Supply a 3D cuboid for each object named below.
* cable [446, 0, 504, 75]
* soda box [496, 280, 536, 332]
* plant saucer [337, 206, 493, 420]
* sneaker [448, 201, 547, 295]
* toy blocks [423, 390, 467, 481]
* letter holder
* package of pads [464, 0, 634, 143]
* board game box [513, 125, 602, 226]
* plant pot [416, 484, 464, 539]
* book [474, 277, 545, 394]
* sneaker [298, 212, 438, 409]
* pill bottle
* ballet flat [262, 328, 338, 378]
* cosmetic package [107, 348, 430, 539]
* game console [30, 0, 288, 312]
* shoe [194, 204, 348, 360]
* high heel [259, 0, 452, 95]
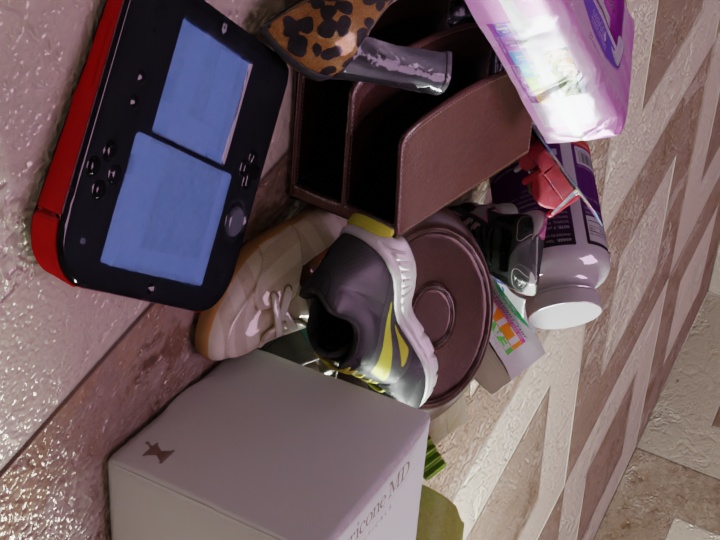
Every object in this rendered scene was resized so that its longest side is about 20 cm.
[{"bbox_3d":[0.107,-0.180,1.097,0.200,0.050,0.164,-39,143,-54],"label":"cable"},{"bbox_3d":[0.176,0.012,1.397,0.063,0.068,0.201,-48,149,-44],"label":"soda box"},{"bbox_3d":[0.052,0.038,1.005,0.199,0.032,0.202,-5,97,-42],"label":"plant saucer"},{"bbox_3d":[0.117,-0.024,1.126,0.200,0.086,0.081,-141,-124,-81],"label":"sneaker"},{"bbox_3d":[0.023,0.122,1.075,0.199,0.100,0.137,-33,140,-23],"label":"toy blocks"},{"bbox_3d":[0.047,-0.137,0.896,0.200,0.100,0.143,-33,136,-46],"label":"letter holder"},{"bbox_3d":[0.139,-0.196,0.864,0.200,0.075,0.121,46,48,-50],"label":"package of pads"},{"bbox_3d":[0.164,-0.100,1.115,0.039,0.158,0.200,-36,170,9],"label":"board game box"},{"bbox_3d":[0.018,0.306,1.140,0.201,0.199,0.185,80,26,-52],"label":"plant pot"},{"bbox_3d":[0.123,0.052,1.204,0.048,0.134,0.200,-38,173,16],"label":"book"},{"bbox_3d":[-0.001,0.048,0.870,0.085,0.074,0.201,-41,139,-25],"label":"sneaker"},{"bbox_3d":[0.199,-0.046,1.245,0.113,0.112,0.202,55,28,-64],"label":"pill bottle"},{"bbox_3d":[-0.049,0.133,0.960,0.067,0.064,0.201,-19,130,-28],"label":"ballet flat"},{"bbox_3d":[-0.065,0.196,0.848,0.167,0.165,0.201,-42,144,-50],"label":"cosmetic package"},{"bbox_3d":[-0.109,-0.069,0.703,0.178,0.031,0.200,-70,159,-1],"label":"game console"},{"bbox_3d":[-0.043,0.000,0.869,0.200,0.053,0.070,-44,144,-35],"label":"shoe"},{"bbox_3d":[-0.005,-0.222,0.799,0.142,0.071,0.202,4,76,-33],"label":"high heel"}]
